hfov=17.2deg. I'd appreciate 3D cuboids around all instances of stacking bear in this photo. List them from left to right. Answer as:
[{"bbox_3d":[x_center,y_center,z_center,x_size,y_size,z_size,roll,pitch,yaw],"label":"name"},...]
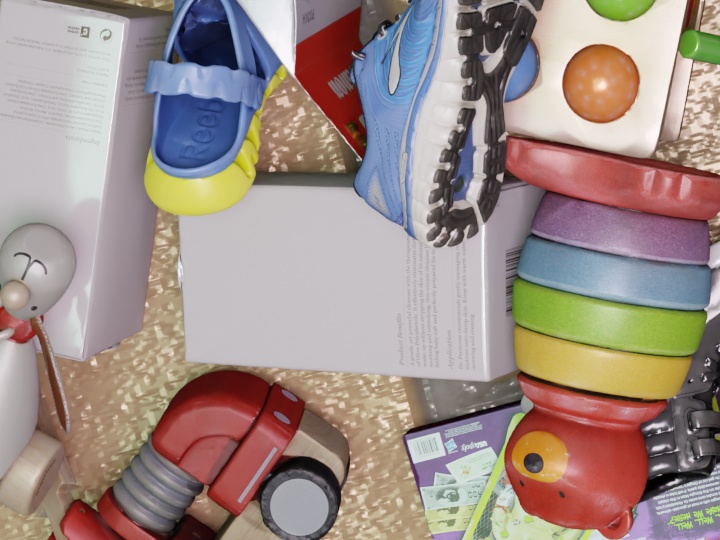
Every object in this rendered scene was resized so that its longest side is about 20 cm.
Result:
[{"bbox_3d":[0.127,0.040,1.272,0.121,0.113,0.202,14,97,32],"label":"stacking bear"}]

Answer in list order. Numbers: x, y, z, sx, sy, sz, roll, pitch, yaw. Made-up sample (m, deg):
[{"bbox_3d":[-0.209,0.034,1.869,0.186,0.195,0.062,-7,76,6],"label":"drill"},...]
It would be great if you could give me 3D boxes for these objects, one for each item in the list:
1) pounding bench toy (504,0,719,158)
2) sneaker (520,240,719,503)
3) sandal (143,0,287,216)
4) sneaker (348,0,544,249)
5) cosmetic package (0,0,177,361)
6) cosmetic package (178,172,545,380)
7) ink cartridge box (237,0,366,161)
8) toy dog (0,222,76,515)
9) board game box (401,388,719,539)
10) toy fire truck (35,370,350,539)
[{"bbox_3d":[0.154,-0.130,1.303,0.198,0.156,0.125,12,100,10],"label":"pounding bench toy"},{"bbox_3d":[0.194,0.055,1.335,0.200,0.071,0.100,-39,68,12],"label":"sneaker"},{"bbox_3d":[-0.078,-0.130,1.349,0.079,0.201,0.087,2,141,7],"label":"sandal"},{"bbox_3d":[0.034,-0.118,1.221,0.089,0.078,0.202,22,104,36],"label":"sneaker"},{"bbox_3d":[-0.169,-0.058,1.412,0.084,0.108,0.202,12,99,12],"label":"cosmetic package"},{"bbox_3d":[0.000,0.000,1.360,0.198,0.085,0.109,4,100,29],"label":"cosmetic package"},{"bbox_3d":[-0.021,-0.158,1.330,0.047,0.160,0.201,-36,93,18],"label":"ink cartridge box"},{"bbox_3d":[-0.215,0.070,1.342,0.131,0.097,0.201,8,128,15],"label":"toy dog"},{"bbox_3d":[0.135,0.128,1.408,0.198,0.032,0.121,-15,91,14],"label":"board game box"},{"bbox_3d":[-0.125,0.123,1.432,0.199,0.129,0.177,34,103,-4],"label":"toy fire truck"}]
